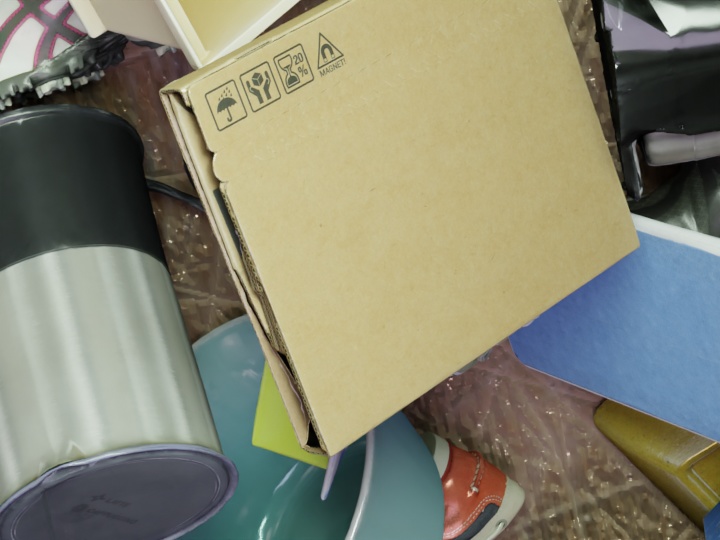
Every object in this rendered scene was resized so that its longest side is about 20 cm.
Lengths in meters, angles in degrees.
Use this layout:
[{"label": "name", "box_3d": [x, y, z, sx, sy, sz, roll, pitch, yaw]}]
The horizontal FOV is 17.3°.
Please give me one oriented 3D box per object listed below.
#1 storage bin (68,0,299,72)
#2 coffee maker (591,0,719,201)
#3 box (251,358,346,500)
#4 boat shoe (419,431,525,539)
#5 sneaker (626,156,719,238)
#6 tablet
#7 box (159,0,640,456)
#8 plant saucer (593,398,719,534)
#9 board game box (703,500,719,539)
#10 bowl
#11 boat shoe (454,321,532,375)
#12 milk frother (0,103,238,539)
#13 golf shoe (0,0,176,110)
[{"label": "storage bin", "box_3d": [-0.059, -0.222, 0.958, 0.200, 0.094, 0.199, -41, 122, -21]}, {"label": "coffee maker", "box_3d": [0.200, -0.122, 1.009, 0.199, 0.192, 0.135, -10, 78, 5]}, {"label": "box", "box_3d": [0.000, 0.000, 1.097, 0.048, 0.200, 0.122, 16, 123, 8]}, {"label": "boat shoe", "box_3d": [0.010, 0.174, 1.292, 0.062, 0.071, 0.200, 29, 114, -20]}, {"label": "sneaker", "box_3d": [0.193, -0.059, 1.146, 0.200, 0.077, 0.084, -26, 101, 13]}, {"label": "tablet", "box_3d": [0.127, 0.019, 1.137, 0.014, 0.200, 0.130, -37, 124, -25]}, {"label": "box", "box_3d": [0.024, -0.040, 0.984, 0.021, 0.200, 0.164, -2, 114, 51]}, {"label": "plant saucer", "box_3d": [0.259, 0.097, 1.251, 0.200, 0.049, 0.200, -36, 116, 22]}, {"label": "board game box", "box_3d": [0.289, 0.101, 1.203, 0.135, 0.035, 0.200, 29, 119, -17]}, {"label": "bowl", "box_3d": [-0.034, 0.131, 1.208, 0.201, 0.201, 0.105, -41, 133, 23]}, {"label": "boat shoe", "box_3d": [0.060, 0.005, 1.134, 0.062, 0.072, 0.200, 16, 158, 7]}, {"label": "milk frother", "box_3d": [-0.088, 0.017, 1.116, 0.200, 0.189, 0.180, -32, 151, 25]}, {"label": "golf shoe", "box_3d": [-0.136, -0.129, 1.105, 0.199, 0.077, 0.088, -18, 96, 14]}]
